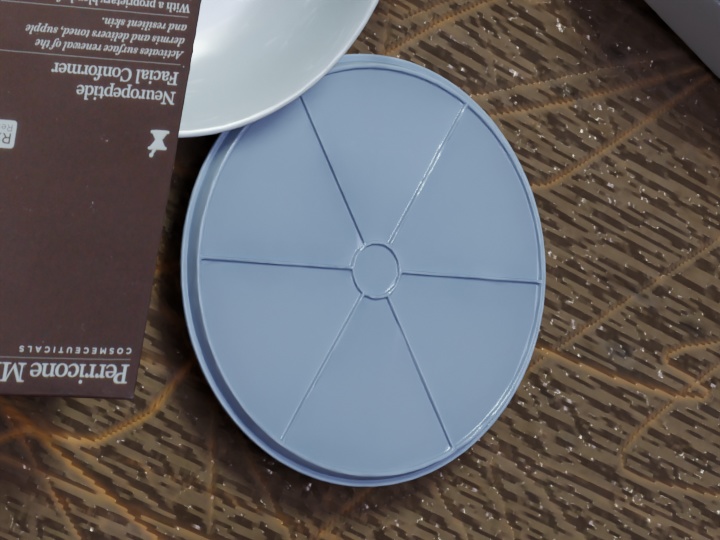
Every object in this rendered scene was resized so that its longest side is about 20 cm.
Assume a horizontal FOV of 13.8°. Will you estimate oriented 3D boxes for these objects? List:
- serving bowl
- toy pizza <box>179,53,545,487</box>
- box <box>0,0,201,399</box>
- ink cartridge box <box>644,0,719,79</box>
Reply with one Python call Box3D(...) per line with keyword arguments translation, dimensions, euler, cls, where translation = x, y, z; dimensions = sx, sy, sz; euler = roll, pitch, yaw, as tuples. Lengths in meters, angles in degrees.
Box3D(translation=(-0.083, -0.164, 1.307), dimensions=(0.199, 0.066, 0.201), euler=(-9, 112, -23), cls="serving bowl")
Box3D(translation=(0.000, 0.000, 1.389), dimensions=(0.199, 0.032, 0.202), euler=(1, 89, -31), cls="toy pizza")
Box3D(translation=(-0.135, -0.051, 1.243), dimensions=(0.100, 0.075, 0.201), euler=(2, 109, -27), cls="box")
Box3D(translation=(0.214, -0.207, 1.488), dimensions=(0.147, 0.083, 0.201), euler=(41, 67, -37), cls="ink cartridge box")
